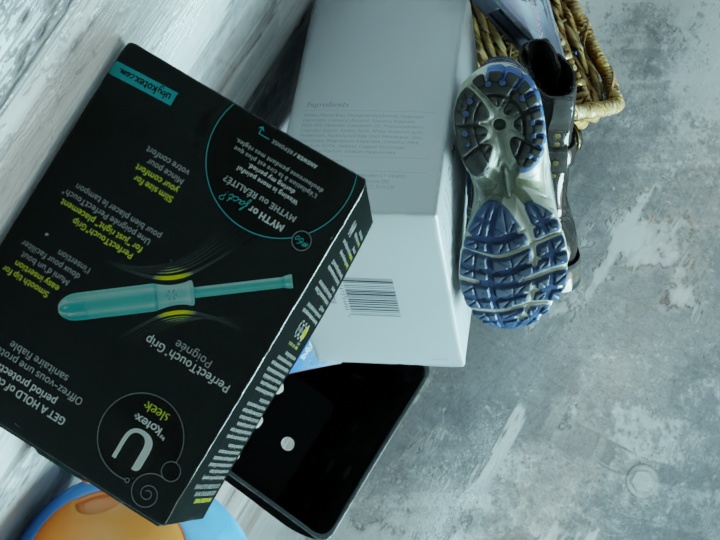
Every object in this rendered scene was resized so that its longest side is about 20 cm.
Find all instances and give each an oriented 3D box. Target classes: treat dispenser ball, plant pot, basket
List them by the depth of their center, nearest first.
[{"bbox_3d":[-0.176,0.255,1.157,0.202,0.200,0.201,-58,174,-10],"label":"treat dispenser ball"},{"bbox_3d":[0.128,-0.209,1.276,0.148,0.201,0.143,-22,172,2],"label":"basket"},{"bbox_3d":[-0.084,0.134,1.463,0.201,0.199,0.177,-57,-174,-22],"label":"plant pot"}]

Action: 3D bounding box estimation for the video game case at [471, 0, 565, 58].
[{"bbox_3d":[0.105,-0.238,1.155,0.019,0.144,0.200,-22,154,22],"label":"video game case"}]

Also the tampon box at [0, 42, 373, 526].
[{"bbox_3d":[-0.105,0.012,0.806,0.201,0.149,0.126,-59,174,-5],"label":"tampon box"}]

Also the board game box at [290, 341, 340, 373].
[{"bbox_3d":[0.000,0.000,1.325,0.201,0.019,0.103,-61,159,16],"label":"board game box"}]

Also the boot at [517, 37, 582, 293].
[{"bbox_3d":[0.138,-0.094,1.159,0.200,0.069,0.176,-108,-166,-65],"label":"boot"}]

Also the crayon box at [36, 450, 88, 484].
[{"bbox_3d":[-0.161,0.046,0.987,0.127,0.051,0.200,-56,173,-29],"label":"crayon box"}]

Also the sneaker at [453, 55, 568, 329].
[{"bbox_3d":[0.106,-0.056,1.047,0.085,0.076,0.202,-77,165,-62],"label":"sneaker"}]

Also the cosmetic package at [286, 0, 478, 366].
[{"bbox_3d":[0.023,-0.065,1.117,0.200,0.122,0.201,75,20,-56],"label":"cosmetic package"}]
